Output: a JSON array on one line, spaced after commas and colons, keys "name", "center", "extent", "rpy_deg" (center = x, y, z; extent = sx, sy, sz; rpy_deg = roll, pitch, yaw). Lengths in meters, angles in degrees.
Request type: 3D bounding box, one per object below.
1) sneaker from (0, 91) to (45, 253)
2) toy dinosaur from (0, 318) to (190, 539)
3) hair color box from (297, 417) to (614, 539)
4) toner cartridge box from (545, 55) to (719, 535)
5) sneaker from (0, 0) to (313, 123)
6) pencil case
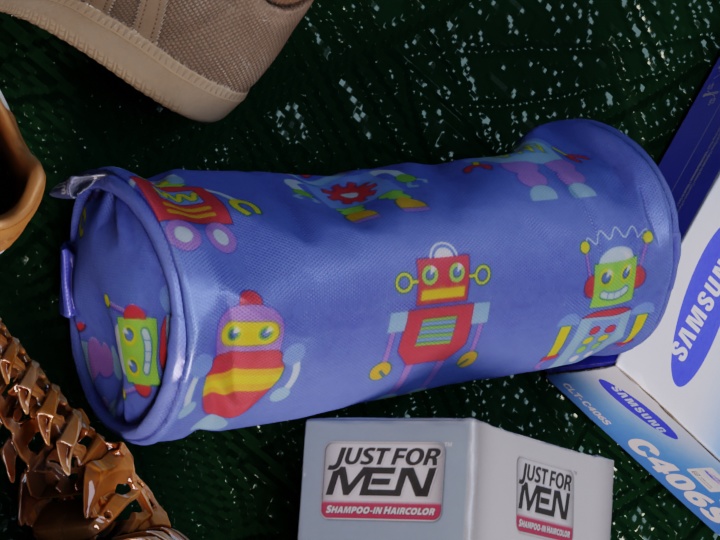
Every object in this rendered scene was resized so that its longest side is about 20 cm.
[{"name": "sneaker", "center": [-0.155, -0.084, 0.768], "extent": [0.200, 0.085, 0.073], "rpy_deg": [48, 63, -18]}, {"name": "toy dinosaur", "center": [-0.083, 0.110, 0.802], "extent": [0.200, 0.102, 0.136], "rpy_deg": [54, 34, -1]}, {"name": "hair color box", "center": [0.025, 0.149, 0.853], "extent": [0.099, 0.060, 0.201], "rpy_deg": [20, 72, -59]}, {"name": "toner cartridge box", "center": [0.150, -0.017, 0.987], "extent": [0.095, 0.043, 0.200], "rpy_deg": [41, 64, -22]}, {"name": "sneaker", "center": [-0.084, -0.109, 0.793], "extent": [0.076, 0.070, 0.200], "rpy_deg": [-50, 145, 10]}, {"name": "pencil case", "center": [0.000, 0.000, 0.862], "extent": [0.199, 0.087, 0.078], "rpy_deg": [-8, 114, -34]}]
